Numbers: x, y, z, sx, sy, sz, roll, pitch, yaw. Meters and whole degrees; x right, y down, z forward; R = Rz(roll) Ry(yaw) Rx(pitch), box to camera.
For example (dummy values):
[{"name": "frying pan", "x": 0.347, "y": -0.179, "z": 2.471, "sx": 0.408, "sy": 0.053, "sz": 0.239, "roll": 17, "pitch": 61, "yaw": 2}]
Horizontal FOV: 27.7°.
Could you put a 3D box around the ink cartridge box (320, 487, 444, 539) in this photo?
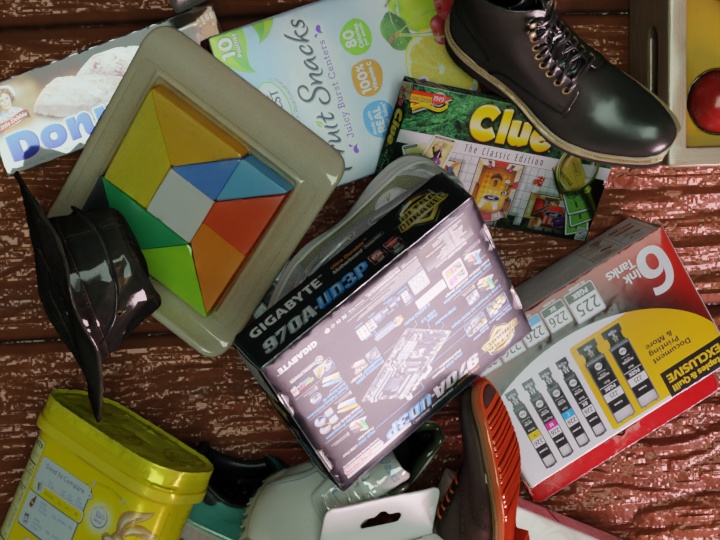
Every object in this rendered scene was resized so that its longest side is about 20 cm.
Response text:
[{"name": "ink cartridge box", "x": 0.023, "y": 0.277, "z": 1.125, "sx": 0.116, "sy": 0.067, "sz": 0.202, "roll": -7, "pitch": 111, "yaw": -34}]

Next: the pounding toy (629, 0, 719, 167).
[{"name": "pounding toy", "x": 0.296, "y": -0.185, "z": 1.164, "sx": 0.183, "sy": 0.142, "sz": 0.202, "roll": -2, "pitch": 97, "yaw": -7}]

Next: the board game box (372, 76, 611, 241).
[{"name": "board game box", "x": 0.111, "y": -0.087, "z": 1.174, "sx": 0.199, "sy": 0.023, "sz": 0.105, "roll": 8, "pitch": 109, "yaw": -25}]

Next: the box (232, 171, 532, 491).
[{"name": "box", "x": 0.022, "y": 0.048, "z": 1.083, "sx": 0.200, "sy": 0.046, "sz": 0.159, "roll": -40, "pitch": 134, "yaw": -10}]

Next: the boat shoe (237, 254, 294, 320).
[{"name": "boat shoe", "x": -0.050, "y": 0.050, "z": 1.192, "sx": 0.071, "sy": 0.072, "sz": 0.200, "roll": -38, "pitch": 89, "yaw": 7}]

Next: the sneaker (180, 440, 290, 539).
[{"name": "sneaker", "x": -0.061, "y": 0.203, "z": 1.189, "sx": 0.199, "sy": 0.072, "sz": 0.080, "roll": 22, "pitch": 121, "yaw": -8}]

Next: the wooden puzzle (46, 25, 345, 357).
[{"name": "wooden puzzle", "x": -0.134, "y": -0.057, "z": 1.128, "sx": 0.185, "sy": 0.037, "sz": 0.200, "roll": 37, "pitch": 112, "yaw": 5}]

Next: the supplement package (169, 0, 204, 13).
[{"name": "supplement package", "x": -0.111, "y": -0.273, "z": 1.071, "sx": 0.119, "sy": 0.200, "sz": 0.122, "roll": -27, "pitch": 99, "yaw": -3}]

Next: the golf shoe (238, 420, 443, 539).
[{"name": "golf shoe", "x": -0.012, "y": 0.169, "z": 1.143, "sx": 0.200, "sy": 0.097, "sz": 0.079, "roll": -38, "pitch": 95, "yaw": -44}]

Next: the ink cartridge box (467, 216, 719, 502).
[{"name": "ink cartridge box", "x": 0.195, "y": 0.083, "z": 1.213, "sx": 0.199, "sy": 0.084, "sz": 0.176, "roll": -32, "pitch": 101, "yaw": -3}]

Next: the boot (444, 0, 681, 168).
[{"name": "boot", "x": 0.148, "y": -0.154, "z": 1.073, "sx": 0.199, "sy": 0.138, "sz": 0.078, "roll": 28, "pitch": 79, "yaw": 9}]

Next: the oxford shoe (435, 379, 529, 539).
[{"name": "oxford shoe", "x": 0.089, "y": 0.183, "z": 1.154, "sx": 0.072, "sy": 0.071, "sz": 0.202, "roll": -1, "pitch": 106, "yaw": 21}]

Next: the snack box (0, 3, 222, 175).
[{"name": "snack box", "x": -0.199, "y": -0.144, "z": 1.164, "sx": 0.199, "sy": 0.024, "sz": 0.072, "roll": -21, "pitch": 101, "yaw": -5}]

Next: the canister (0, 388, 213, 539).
[{"name": "canister", "x": -0.217, "y": 0.215, "z": 1.152, "sx": 0.148, "sy": 0.086, "sz": 0.201, "roll": 27, "pitch": 97, "yaw": 28}]

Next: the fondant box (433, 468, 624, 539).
[{"name": "fondant box", "x": 0.137, "y": 0.275, "z": 1.242, "sx": 0.199, "sy": 0.058, "sz": 0.145, "roll": 23, "pitch": 93, "yaw": -8}]

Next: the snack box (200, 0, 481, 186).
[{"name": "snack box", "x": -0.010, "y": -0.146, "z": 1.164, "sx": 0.199, "sy": 0.053, "sz": 0.143, "roll": -20, "pitch": 98, "yaw": -12}]

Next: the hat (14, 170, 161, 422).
[{"name": "hat", "x": -0.197, "y": 0.008, "z": 1.107, "sx": 0.080, "sy": 0.200, "sz": 0.202, "roll": -21, "pitch": 99, "yaw": -17}]

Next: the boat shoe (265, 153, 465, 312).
[{"name": "boat shoe", "x": 0.002, "y": 0.000, "z": 1.112, "sx": 0.202, "sy": 0.065, "sz": 0.074, "roll": -48, "pitch": 118, "yaw": -2}]
